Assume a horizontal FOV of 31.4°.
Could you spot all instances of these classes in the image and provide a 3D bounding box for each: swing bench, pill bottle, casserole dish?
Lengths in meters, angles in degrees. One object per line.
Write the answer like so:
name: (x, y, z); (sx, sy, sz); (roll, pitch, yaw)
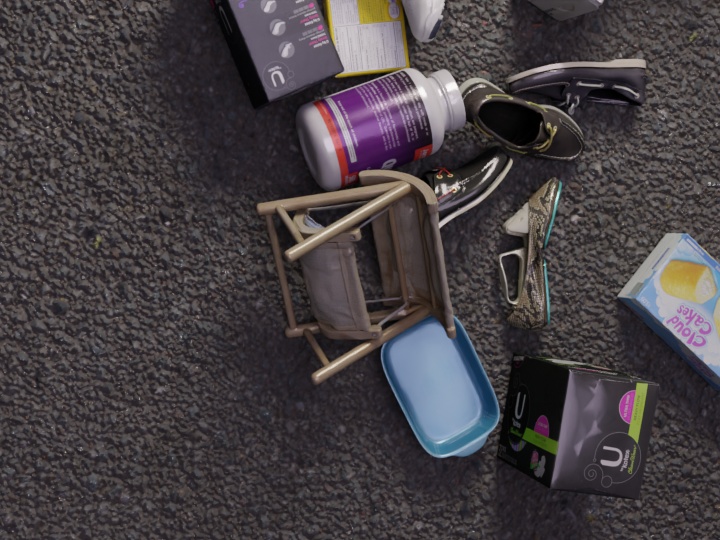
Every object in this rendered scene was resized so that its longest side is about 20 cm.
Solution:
swing bench: (0.000, 0.000, 1.551); (0.198, 0.130, 0.201); (-19, 125, -12)
pill bottle: (0.026, -0.181, 1.592); (0.198, 0.112, 0.114); (-21, 97, -11)
casserole dish: (0.100, 0.146, 1.662); (0.120, 0.039, 0.202); (-28, 99, -10)

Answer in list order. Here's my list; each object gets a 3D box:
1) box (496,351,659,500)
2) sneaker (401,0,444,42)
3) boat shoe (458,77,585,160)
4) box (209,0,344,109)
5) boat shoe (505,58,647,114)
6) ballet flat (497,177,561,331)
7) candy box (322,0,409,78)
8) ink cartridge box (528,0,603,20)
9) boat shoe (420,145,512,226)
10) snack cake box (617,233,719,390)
box: (0.270, 0.193, 1.619); (0.123, 0.200, 0.150); (9, 90, -13)
sneaker: (0.027, -0.377, 1.575); (0.128, 0.079, 0.202); (-7, 94, -16)
boat shoe: (0.212, -0.181, 1.637); (0.200, 0.061, 0.072); (19, 112, -27)
box: (-0.113, -0.309, 1.550); (0.105, 0.122, 0.202); (-24, 97, -11)
boat shoe: (0.285, -0.237, 1.669); (0.198, 0.073, 0.064); (-7, 91, -17)
ballet flat: (0.218, -0.023, 1.671); (0.074, 0.068, 0.203); (5, 94, 3)
candy box: (0.001, -0.349, 1.622); (0.101, 0.026, 0.202); (-7, 94, -13)
ink cartridge box: (0.290, -0.431, 1.622); (0.083, 0.146, 0.201); (28, 86, -13)
boat shoe: (0.105, -0.099, 1.633); (0.201, 0.074, 0.063); (-35, 107, -4)
snack cake box: (0.459, 0.058, 1.724); (0.200, 0.067, 0.115); (41, 83, -11)
